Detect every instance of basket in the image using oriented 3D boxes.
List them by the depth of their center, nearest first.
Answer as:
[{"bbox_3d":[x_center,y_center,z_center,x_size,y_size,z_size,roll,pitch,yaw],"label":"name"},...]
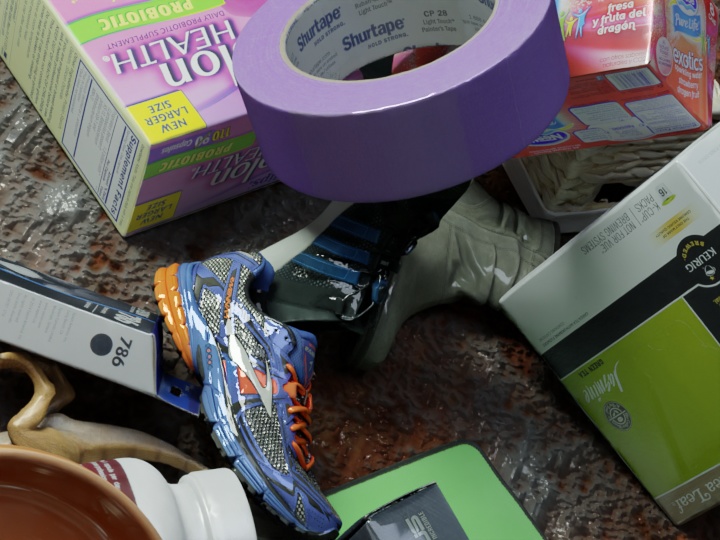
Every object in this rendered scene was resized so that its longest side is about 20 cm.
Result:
[{"bbox_3d":[0.175,-0.145,1.235,0.135,0.124,0.201,-6,56,-26],"label":"basket"}]

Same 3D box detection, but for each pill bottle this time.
[{"bbox_3d":[-0.158,0.159,0.844,0.199,0.113,0.113,-7,56,-21],"label":"pill bottle"}]

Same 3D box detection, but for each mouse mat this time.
[{"bbox_3d":[0.070,0.198,0.976,0.160,0.008,0.200,-14,58,-42],"label":"mouse mat"}]

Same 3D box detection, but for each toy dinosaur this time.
[{"bbox_3d":[-0.178,0.100,0.943,0.199,0.060,0.107,-9,80,-22],"label":"toy dinosaur"}]

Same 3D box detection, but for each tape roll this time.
[{"bbox_3d":[0.025,-0.127,0.993,0.199,0.066,0.201,-11,37,8],"label":"tape roll"}]

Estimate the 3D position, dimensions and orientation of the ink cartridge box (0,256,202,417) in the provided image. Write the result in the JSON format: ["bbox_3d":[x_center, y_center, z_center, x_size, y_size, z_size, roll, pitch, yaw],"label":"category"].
[{"bbox_3d":[-0.181,0.028,0.964,0.199,0.039,0.099,22,3,-7],"label":"ink cartridge box"}]

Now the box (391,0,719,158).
[{"bbox_3d":[0.129,-0.142,1.094,0.102,0.199,0.095,32,60,-47],"label":"box"}]

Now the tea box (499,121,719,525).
[{"bbox_3d":[0.236,0.026,1.048,0.133,0.200,0.197,-34,85,-39],"label":"tea box"}]

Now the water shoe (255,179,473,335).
[{"bbox_3d":[0.000,0.000,1.016,0.071,0.200,0.079,18,43,-55],"label":"water shoe"}]

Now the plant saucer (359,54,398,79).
[{"bbox_3d":[-0.010,-0.199,1.202,0.200,0.036,0.200,49,15,-17],"label":"plant saucer"}]

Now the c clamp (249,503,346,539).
[{"bbox_3d":[-0.022,0.215,0.924,0.199,0.027,0.172,21,48,-7],"label":"c clamp"}]

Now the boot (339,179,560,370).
[{"bbox_3d":[0.071,0.009,1.110,0.130,0.068,0.201,30,49,-6],"label":"boot"}]

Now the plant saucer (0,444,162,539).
[{"bbox_3d":[-0.179,0.180,0.760,0.199,0.032,0.202,-2,96,-22],"label":"plant saucer"}]

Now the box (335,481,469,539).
[{"bbox_3d":[0.042,0.227,0.831,0.051,0.158,0.201,-22,74,-30],"label":"box"}]

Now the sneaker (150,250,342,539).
[{"bbox_3d":[-0.056,0.068,0.955,0.078,0.075,0.201,-27,69,0],"label":"sneaker"}]

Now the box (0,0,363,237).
[{"bbox_3d":[-0.131,-0.149,1.123,0.175,0.097,0.200,-21,64,-33],"label":"box"}]
